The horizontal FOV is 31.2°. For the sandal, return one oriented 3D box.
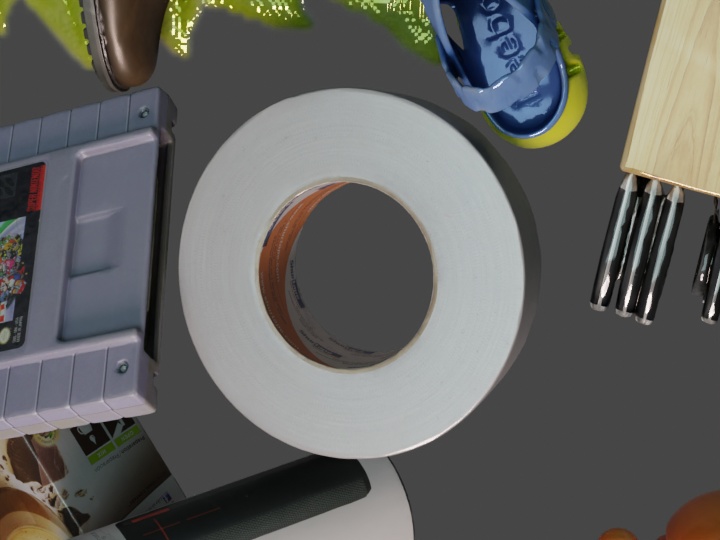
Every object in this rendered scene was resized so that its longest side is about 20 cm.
[{"bbox_3d":[0.057,-0.157,0.678,0.079,0.087,0.201,-30,90,20],"label":"sandal"}]

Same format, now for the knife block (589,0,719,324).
[{"bbox_3d":[0.165,-0.080,0.673,0.174,0.064,0.201,-31,91,18],"label":"knife block"}]

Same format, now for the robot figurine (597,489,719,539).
[{"bbox_3d":[0.193,0.205,0.694,0.144,0.116,0.202,40,111,34],"label":"robot figurine"}]

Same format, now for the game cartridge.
[{"bbox_3d":[-0.172,-0.006,0.739,0.128,0.038,0.202,-9,60,14],"label":"game cartridge"}]

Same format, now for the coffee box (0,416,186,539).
[{"bbox_3d":[-0.163,0.169,0.788,0.113,0.080,0.201,-33,90,40],"label":"coffee box"}]

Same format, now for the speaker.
[{"bbox_3d":[-0.072,0.161,0.716,0.081,0.198,0.082,36,133,50],"label":"speaker"}]

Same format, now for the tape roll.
[{"bbox_3d":[0.000,0.000,0.725,0.198,0.066,0.203,1,95,17],"label":"tape roll"}]

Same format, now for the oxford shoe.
[{"bbox_3d":[-0.107,-0.195,0.724,0.083,0.073,0.203,16,105,10],"label":"oxford shoe"}]
